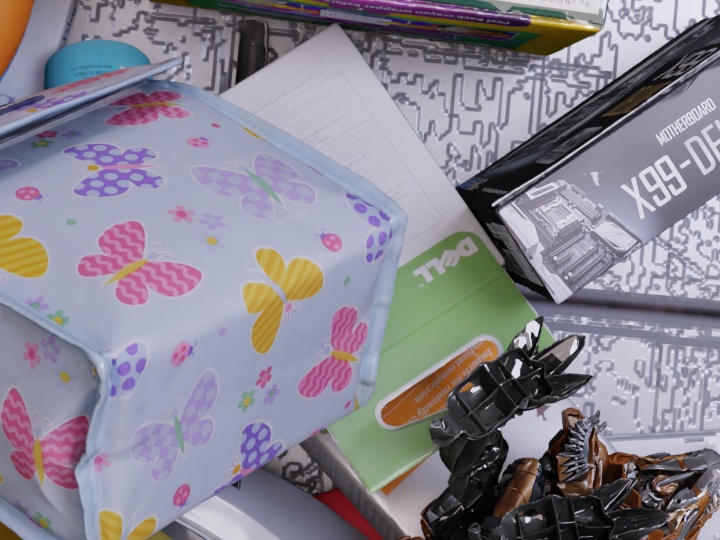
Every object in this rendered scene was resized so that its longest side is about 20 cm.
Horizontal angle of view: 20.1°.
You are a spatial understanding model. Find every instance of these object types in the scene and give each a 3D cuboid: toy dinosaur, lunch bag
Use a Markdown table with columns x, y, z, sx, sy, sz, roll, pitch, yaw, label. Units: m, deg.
| x | y | z | sx | sy | sz | roll | pitch | yaw | label |
| --- | --- | --- | --- | --- | --- | --- | --- | --- | --- |
| 0.062 | 0.108 | 0.814 | 0.200 | 0.136 | 0.102 | -34 | 69 | -28 | toy dinosaur |
| -0.112 | -0.004 | 0.788 | 0.199 | 0.169 | 0.128 | 31 | 129 | 31 | lunch bag |

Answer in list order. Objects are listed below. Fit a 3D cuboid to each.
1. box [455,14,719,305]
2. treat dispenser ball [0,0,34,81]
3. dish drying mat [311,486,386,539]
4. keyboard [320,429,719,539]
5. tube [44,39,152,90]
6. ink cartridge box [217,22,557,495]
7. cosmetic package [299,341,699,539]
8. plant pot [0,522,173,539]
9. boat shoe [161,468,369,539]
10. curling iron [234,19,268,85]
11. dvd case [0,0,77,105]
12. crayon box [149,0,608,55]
| x | y | z | sx | sy | sz | roll | pitch | yaw | label |
| --- | --- | --- | --- | --- | --- | --- | --- | --- | --- |
| 0.122 | -0.054 | 0.889 | 0.157 | 0.200 | 0.050 | -35 | 94 | 0 | box |
| -0.235 | -0.136 | 0.855 | 0.199 | 0.201 | 0.203 | 0 | 91 | -2 | treat dispenser ball |
| -0.073 | 0.164 | 0.947 | 0.199 | 0.018 | 0.077 | -18 | 81 | -11 | dish drying mat |
| 0.080 | 0.111 | 0.987 | 0.198 | 0.011 | 0.057 | -3 | 96 | -2 | keyboard |
| -0.113 | -0.007 | 0.912 | 0.077 | 0.050 | 0.201 | 11 | 58 | -30 | tube |
| 0.000 | 0.000 | 0.892 | 0.103 | 0.059 | 0.201 | -31 | 64 | -5 | ink cartridge box |
| 0.066 | 0.107 | 0.928 | 0.101 | 0.071 | 0.200 | -41 | 80 | -10 | cosmetic package |
| -0.105 | 0.219 | 0.822 | 0.194 | 0.200 | 0.196 | -50 | 51 | 11 | plant pot |
| -0.066 | 0.121 | 0.923 | 0.199 | 0.069 | 0.057 | 32 | 108 | -5 | boat shoe |
| -0.067 | -0.020 | 0.969 | 0.049 | 0.026 | 0.202 | 11 | 90 | -5 | curling iron |
| -0.201 | -0.156 | 0.966 | 0.142 | 0.018 | 0.201 | 17 | 91 | -3 | dvd case |
| 0.002 | -0.139 | 0.896 | 0.198 | 0.173 | 0.059 | 8 | 93 | -2 | crayon box |
